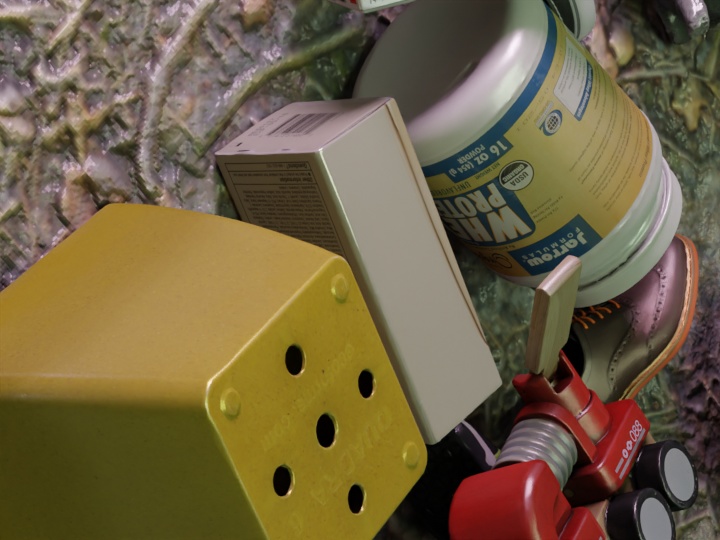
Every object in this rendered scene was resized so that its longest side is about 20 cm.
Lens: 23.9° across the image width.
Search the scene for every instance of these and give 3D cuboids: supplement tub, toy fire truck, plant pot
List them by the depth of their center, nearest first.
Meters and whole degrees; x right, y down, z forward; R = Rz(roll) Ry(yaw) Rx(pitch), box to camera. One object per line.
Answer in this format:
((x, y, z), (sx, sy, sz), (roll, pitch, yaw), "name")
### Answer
((-0.085, 0.086, 0.897), (0.200, 0.176, 0.201), (-46, 120, -45), "plant pot")
((0.119, 0.110, 1.058), (0.200, 0.128, 0.176), (55, 42, -16), "toy fire truck")
((0.105, -0.080, 1.100), (0.200, 0.144, 0.145), (41, 67, -34), "supplement tub")

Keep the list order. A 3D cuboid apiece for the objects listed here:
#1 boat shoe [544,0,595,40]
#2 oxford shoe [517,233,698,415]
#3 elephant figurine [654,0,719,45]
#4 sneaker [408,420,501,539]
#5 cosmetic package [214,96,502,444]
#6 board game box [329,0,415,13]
((0.083, -0.220, 1.127), (0.066, 0.070, 0.200), (-46, 120, -20), "boat shoe")
((0.180, 0.046, 1.224), (0.073, 0.071, 0.200), (42, 67, -29), "oxford shoe")
((0.284, -0.228, 1.268), (0.155, 0.142, 0.200), (-49, 144, 6), "elephant figurine")
((0.096, 0.161, 1.174), (0.200, 0.071, 0.083), (57, 35, -29), "sneaker")
((0.000, 0.000, 1.042), (0.073, 0.103, 0.201), (-38, 117, -33), "cosmetic package")
((0.071, -0.200, 1.028), (0.199, 0.126, 0.035), (-16, 109, -14), "board game box")
